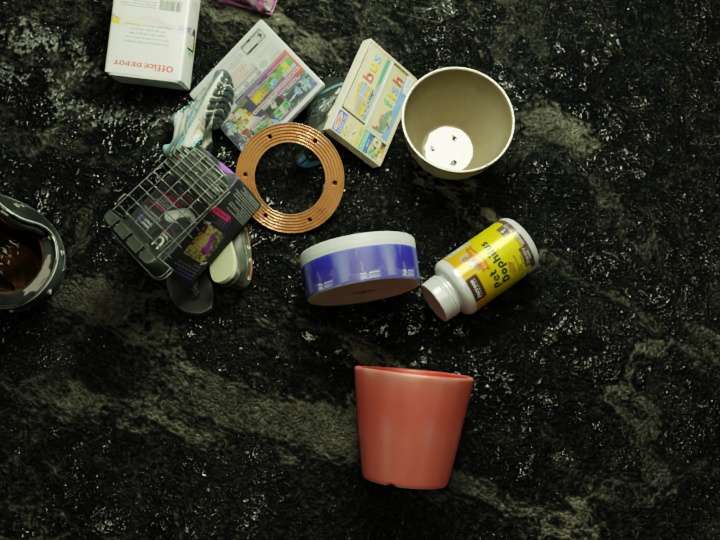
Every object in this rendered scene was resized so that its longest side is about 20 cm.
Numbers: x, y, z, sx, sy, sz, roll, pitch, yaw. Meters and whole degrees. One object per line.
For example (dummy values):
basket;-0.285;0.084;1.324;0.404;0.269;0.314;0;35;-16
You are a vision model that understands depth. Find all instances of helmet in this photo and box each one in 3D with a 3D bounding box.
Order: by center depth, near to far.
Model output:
helmet;-0.599;-0.025;1.306;0.199;0.191;0.201;-20;47;22

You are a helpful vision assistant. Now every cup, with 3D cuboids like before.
cup;0.169;-0.246;1.415;0.199;0.143;0.202;0;75;-1

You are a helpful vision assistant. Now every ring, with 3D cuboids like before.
ring;-0.128;-0.168;1.409;0.199;0.019;0.202;1;104;2

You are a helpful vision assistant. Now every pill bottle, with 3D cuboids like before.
pill bottle;0.208;0.002;1.368;0.199;0.109;0.110;-34;79;-10

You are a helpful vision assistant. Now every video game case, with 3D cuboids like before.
video game case;-0.196;-0.339;1.462;0.200;0.023;0.182;-44;80;5

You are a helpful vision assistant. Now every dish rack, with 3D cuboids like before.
dish rack;-0.307;-0.102;1.252;0.200;0.055;0.153;-45;65;-7

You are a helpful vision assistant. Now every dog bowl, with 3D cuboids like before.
dog bowl;0.000;0.000;1.315;0.198;0.200;0.079;-9;78;-4

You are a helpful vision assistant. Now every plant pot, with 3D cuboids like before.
plant pot;0.080;0.253;1.264;0.199;0.200;0.179;6;85;0

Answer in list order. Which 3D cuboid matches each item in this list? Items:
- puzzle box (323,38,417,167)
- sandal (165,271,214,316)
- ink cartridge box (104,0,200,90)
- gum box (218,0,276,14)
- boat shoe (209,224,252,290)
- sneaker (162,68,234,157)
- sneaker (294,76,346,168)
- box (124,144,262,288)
puzzle box;0.021;-0.313;1.450;0.133;0.025;0.201;32;73;-32
sandal;-0.322;-0.010;1.387;0.076;0.043;0.201;-23;77;-8
ink cartridge box;-0.388;-0.451;1.459;0.144;0.084;0.202;7;90;0
gum box;-0.207;-0.614;1.538;0.113;0.066;0.201;15;75;4
boat shoe;-0.236;-0.059;1.397;0.073;0.063;0.203;-22;60;24
sneaker;-0.305;-0.286;1.430;0.086;0.078;0.201;26;90;17
sneaker;-0.074;-0.280;1.464;0.082;0.073;0.201;24;71;24
box;-0.289;-0.092;1.331;0.122;0.106;0.200;39;82;27
